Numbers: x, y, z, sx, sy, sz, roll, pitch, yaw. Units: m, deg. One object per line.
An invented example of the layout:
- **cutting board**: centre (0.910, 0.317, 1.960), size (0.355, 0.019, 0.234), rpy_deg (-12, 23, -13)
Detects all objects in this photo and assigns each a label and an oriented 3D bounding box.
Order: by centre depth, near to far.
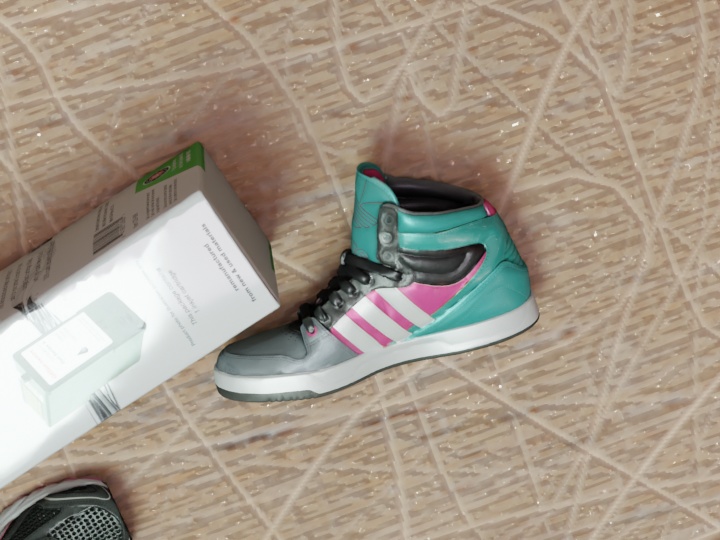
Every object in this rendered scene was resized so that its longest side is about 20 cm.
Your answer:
- **ink cartridge box**: centre (-0.153, 0.024, 1.472), size (0.200, 0.146, 0.084), rpy_deg (-33, 105, 5)
- **sneaker**: centre (0.000, 0.000, 1.506), size (0.200, 0.084, 0.121), rpy_deg (-16, 109, -8)
- **sneaker**: centre (-0.222, 0.208, 1.542), size (0.200, 0.086, 0.080), rpy_deg (-38, 105, 5)
